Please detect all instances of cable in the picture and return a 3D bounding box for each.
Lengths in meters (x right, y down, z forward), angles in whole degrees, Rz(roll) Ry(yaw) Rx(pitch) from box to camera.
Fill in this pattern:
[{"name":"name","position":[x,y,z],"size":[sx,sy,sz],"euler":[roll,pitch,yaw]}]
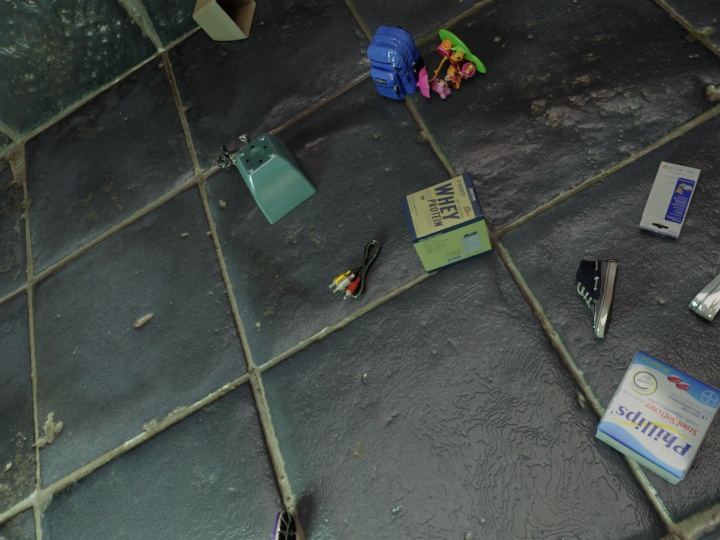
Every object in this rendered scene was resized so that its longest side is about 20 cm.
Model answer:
[{"name":"cable","position":[0.000,0.000,1.607],"size":[0.096,0.050,0.201],"euler":[34,83,30]}]

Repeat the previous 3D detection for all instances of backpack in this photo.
[{"name":"backpack","position":[0.111,-0.676,1.799],"size":[0.159,0.201,0.171],"euler":[18,72,26]}]

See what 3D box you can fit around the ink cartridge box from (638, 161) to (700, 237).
[{"name":"ink cartridge box","position":[0.778,-0.176,1.394],"size":[0.093,0.037,0.203],"euler":[19,72,27]}]

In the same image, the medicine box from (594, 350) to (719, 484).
[{"name":"medicine box","position":[0.631,0.311,1.179],"size":[0.180,0.103,0.202],"euler":[28,77,30]}]

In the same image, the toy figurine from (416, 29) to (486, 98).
[{"name":"toy figurine","position":[0.273,-0.631,1.781],"size":[0.199,0.150,0.185],"euler":[41,98,7]}]

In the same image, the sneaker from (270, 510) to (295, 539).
[{"name":"sneaker","position":[-0.218,0.692,1.349],"size":[0.081,0.081,0.205],"euler":[2,67,28]}]

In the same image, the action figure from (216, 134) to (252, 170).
[{"name":"action figure","position":[-0.412,-0.402,1.934],"size":[0.195,0.103,0.121],"euler":[3,55,24]}]

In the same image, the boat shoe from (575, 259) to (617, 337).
[{"name":"boat shoe","position":[0.566,0.064,1.348],"size":[0.091,0.075,0.204],"euler":[6,61,31]}]

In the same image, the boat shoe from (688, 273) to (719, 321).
[{"name":"boat shoe","position":[0.846,0.037,1.242],"size":[0.201,0.075,0.086],"euler":[-43,58,0]}]

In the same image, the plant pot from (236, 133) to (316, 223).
[{"name":"plant pot","position":[-0.291,-0.318,1.787],"size":[0.194,0.200,0.198],"euler":[-35,59,2]}]

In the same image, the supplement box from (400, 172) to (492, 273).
[{"name":"supplement box","position":[0.234,-0.121,1.485],"size":[0.195,0.200,0.137],"euler":[-19,59,11]}]

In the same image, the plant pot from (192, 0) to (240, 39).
[{"name":"plant pot","position":[-0.572,-1.071,2.272],"size":[0.173,0.200,0.205],"euler":[-8,62,29]}]
